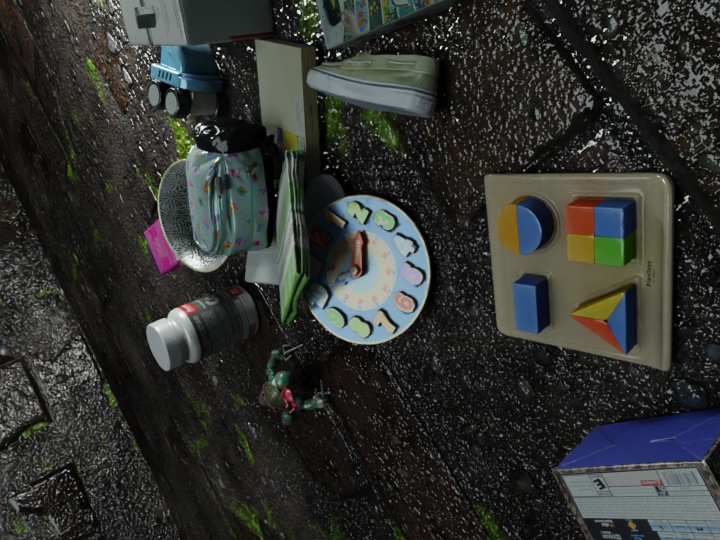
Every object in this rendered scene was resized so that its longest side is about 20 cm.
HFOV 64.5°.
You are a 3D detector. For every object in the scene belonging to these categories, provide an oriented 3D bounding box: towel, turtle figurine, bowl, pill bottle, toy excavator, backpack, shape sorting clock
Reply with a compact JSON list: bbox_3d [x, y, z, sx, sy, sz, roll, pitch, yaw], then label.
[{"bbox_3d":[-0.094,-0.046,0.797,0.150,0.030,0.202,115,151,-58],"label":"towel"},{"bbox_3d":[-0.141,0.221,1.081,0.150,0.100,0.201,53,147,18],"label":"turtle figurine"},{"bbox_3d":[-0.270,-0.105,1.046,0.199,0.094,0.203,11,110,33],"label":"bowl"},{"bbox_3d":[-0.315,0.114,1.148,0.113,0.199,0.115,27,129,40],"label":"pill bottle"},{"bbox_3d":[-0.307,-0.377,0.979,0.194,0.099,0.202,29,117,37],"label":"toy excavator"},{"bbox_3d":[-0.200,-0.125,0.882,0.167,0.125,0.202,-141,47,-59],"label":"backpack"},{"bbox_3d":[0.000,0.000,0.767,0.198,0.039,0.202,2,95,30],"label":"shape sorting clock"}]

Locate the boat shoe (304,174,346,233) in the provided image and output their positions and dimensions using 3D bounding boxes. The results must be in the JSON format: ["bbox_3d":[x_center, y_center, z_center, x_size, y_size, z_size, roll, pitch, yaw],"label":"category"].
[{"bbox_3d":[-0.043,-0.041,0.839,0.057,0.068,0.202,-97,-1,-75],"label":"boat shoe"}]

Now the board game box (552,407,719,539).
[{"bbox_3d":[0.306,0.246,0.525,0.159,0.096,0.201,-32,83,53],"label":"board game box"}]

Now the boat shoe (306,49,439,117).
[{"bbox_3d":[0.016,-0.226,0.674,0.199,0.072,0.063,25,103,38],"label":"boat shoe"}]

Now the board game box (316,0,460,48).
[{"bbox_3d":[0.029,-0.328,0.579,0.199,0.064,0.149,3,111,50],"label":"board game box"}]

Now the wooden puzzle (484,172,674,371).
[{"bbox_3d":[0.202,-0.001,0.565,0.199,0.046,0.187,12,118,48],"label":"wooden puzzle"}]

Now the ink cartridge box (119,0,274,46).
[{"bbox_3d":[-0.243,-0.379,0.837,0.199,0.144,0.085,23,127,43],"label":"ink cartridge box"}]

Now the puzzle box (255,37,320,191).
[{"bbox_3d":[-0.106,-0.228,0.837,0.133,0.025,0.202,33,132,45],"label":"puzzle box"}]

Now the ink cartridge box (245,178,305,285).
[{"bbox_3d":[-0.120,-0.062,0.943,0.199,0.043,0.176,3,86,51],"label":"ink cartridge box"}]

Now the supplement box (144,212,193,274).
[{"bbox_3d":[-0.364,-0.069,1.194,0.199,0.101,0.104,-16,96,53],"label":"supplement box"}]
